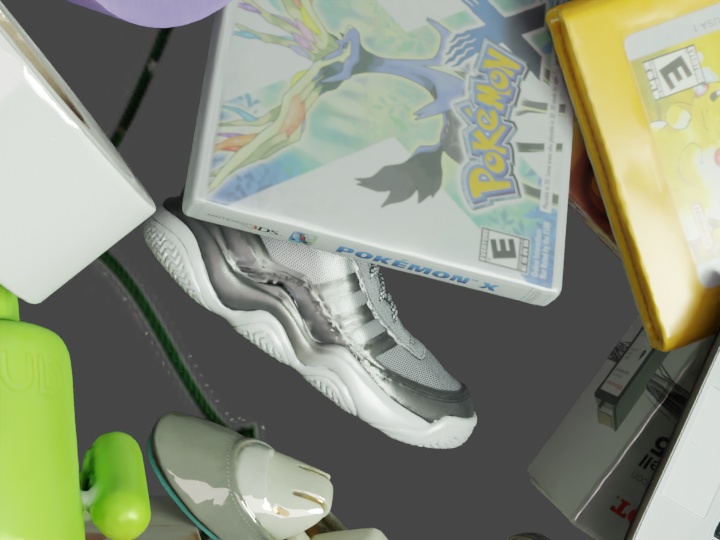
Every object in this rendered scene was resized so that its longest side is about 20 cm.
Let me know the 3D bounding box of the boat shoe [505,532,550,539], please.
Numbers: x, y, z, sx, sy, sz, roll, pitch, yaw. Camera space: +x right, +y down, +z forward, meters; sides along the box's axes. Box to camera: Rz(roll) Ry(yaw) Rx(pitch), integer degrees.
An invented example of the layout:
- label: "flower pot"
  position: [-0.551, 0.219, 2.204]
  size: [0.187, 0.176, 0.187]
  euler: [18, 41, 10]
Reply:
- label: "boat shoe"
  position: [0.107, 0.223, 0.974]
  size: [0.072, 0.200, 0.076]
  euler: [-14, 132, -26]

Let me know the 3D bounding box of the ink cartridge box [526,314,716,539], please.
- label: "ink cartridge box"
  position: [0.209, 0.078, 1.015]
  size: [0.145, 0.084, 0.200]
  euler: [34, 95, -18]

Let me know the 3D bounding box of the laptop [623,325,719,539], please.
- label: "laptop"
  position: [0.239, 0.133, 0.904]
  size: [0.200, 0.116, 0.187]
  euler: [32, 80, -42]

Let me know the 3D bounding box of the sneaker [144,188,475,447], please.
- label: "sneaker"
  position: [0.000, 0.000, 0.945]
  size: [0.200, 0.075, 0.114]
  euler: [36, 97, -16]

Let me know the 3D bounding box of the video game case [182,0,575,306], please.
- label: "video game case"
  position: [0.018, -0.096, 0.905]
  size: [0.182, 0.022, 0.200]
  euler: [14, 65, -15]

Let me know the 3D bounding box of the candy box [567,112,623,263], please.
- label: "candy box"
  position: [0.184, -0.099, 0.981]
  size: [0.200, 0.056, 0.117]
  euler: [-45, 108, 3]

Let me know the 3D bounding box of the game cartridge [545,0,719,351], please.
- label: "game cartridge"
  position: [0.209, -0.075, 0.928]
  size: [0.200, 0.032, 0.176]
  euler: [-20, 96, -9]

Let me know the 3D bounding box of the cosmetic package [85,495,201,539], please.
- label: "cosmetic package"
  position: [-0.183, 0.172, 0.951]
  size: [0.200, 0.087, 0.103]
  euler: [1, 104, -13]

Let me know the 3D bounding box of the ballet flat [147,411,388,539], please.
- label: "ballet flat"
  position: [-0.026, 0.136, 0.984]
  size: [0.064, 0.067, 0.200]
  euler: [-28, 116, 28]

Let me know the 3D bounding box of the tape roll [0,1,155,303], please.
- label: "tape roll"
  position: [-0.178, -0.083, 0.829]
  size: [0.071, 0.202, 0.202]
  euler: [-38, 108, -1]

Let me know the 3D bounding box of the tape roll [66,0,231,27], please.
- label: "tape roll"
  position: [-0.098, -0.212, 0.815]
  size: [0.085, 0.200, 0.200]
  euler: [21, 102, 29]

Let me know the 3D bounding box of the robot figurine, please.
- label: "robot figurine"
  position: [-0.184, 0.096, 0.848]
  size: [0.175, 0.116, 0.200]
  euler: [-4, 76, -9]
